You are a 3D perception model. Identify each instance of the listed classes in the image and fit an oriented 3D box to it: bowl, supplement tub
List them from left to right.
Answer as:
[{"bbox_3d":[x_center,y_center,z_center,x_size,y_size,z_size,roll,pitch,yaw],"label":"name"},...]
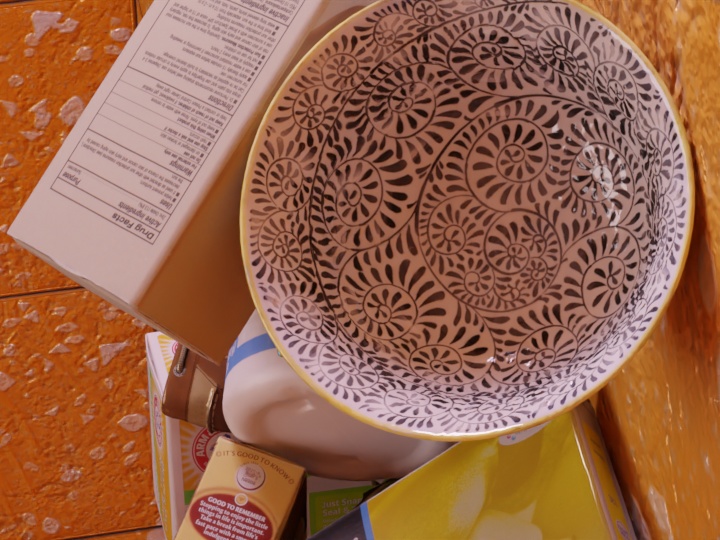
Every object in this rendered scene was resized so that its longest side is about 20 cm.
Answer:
[{"bbox_3d":[0.000,0.000,1.433,0.132,0.132,0.200,99,177,-61],"label":"supplement tub"},{"bbox_3d":[0.055,-0.020,1.170,0.094,0.200,0.201,28,-129,-71],"label":"bowl"}]

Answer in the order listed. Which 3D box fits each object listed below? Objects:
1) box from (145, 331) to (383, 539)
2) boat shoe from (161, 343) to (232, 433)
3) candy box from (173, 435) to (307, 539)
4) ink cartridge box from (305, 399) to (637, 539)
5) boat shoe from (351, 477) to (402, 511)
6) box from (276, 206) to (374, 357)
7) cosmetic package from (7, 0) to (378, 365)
[{"bbox_3d":[-0.024,0.095,1.593,0.101,0.199,0.113,-115,20,-62],"label":"box"},{"bbox_3d":[-0.076,0.006,1.525,0.076,0.074,0.200,94,-179,-50],"label":"boat shoe"},{"bbox_3d":[-0.088,0.202,1.415,0.117,0.056,0.200,91,-161,-67],"label":"candy box"},{"bbox_3d":[0.050,0.182,1.284,0.047,0.197,0.200,41,-156,-40],"label":"ink cartridge box"},{"bbox_3d":[0.020,0.143,1.447,0.202,0.060,0.072,-49,-33,-33],"label":"boat shoe"},{"bbox_3d":[0.029,0.008,1.301,0.200,0.049,0.083,14,-119,-55],"label":"box"},{"bbox_3d":[-0.061,-0.069,1.217,0.105,0.200,0.071,29,174,43],"label":"cosmetic package"}]
